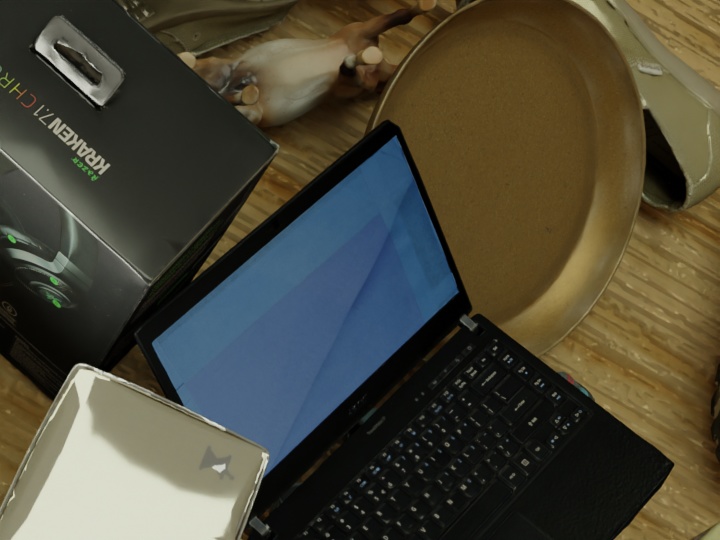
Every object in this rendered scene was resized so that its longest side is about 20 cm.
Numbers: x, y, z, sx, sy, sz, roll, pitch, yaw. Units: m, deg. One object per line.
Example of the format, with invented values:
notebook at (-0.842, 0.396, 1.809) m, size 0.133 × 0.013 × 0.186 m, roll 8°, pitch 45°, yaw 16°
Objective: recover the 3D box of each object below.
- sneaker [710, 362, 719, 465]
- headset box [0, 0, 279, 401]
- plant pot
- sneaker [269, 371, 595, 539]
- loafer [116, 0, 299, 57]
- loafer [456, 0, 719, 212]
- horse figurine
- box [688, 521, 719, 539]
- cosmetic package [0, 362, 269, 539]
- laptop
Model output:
sneaker at (0.253, 0.035, 0.945) m, size 0.084 × 0.075 × 0.200 m, roll 15°, pitch 63°, yaw 3°
headset box at (-0.150, -0.049, 0.766) m, size 0.174 × 0.200 × 0.093 m, roll 41°, pitch 61°, yaw 0°
plant pot at (0.070, -0.045, 0.873) m, size 0.200 × 0.027 × 0.201 m, roll -11°, pitch 109°, yaw -36°
sneaker at (0.037, 0.093, 0.848) m, size 0.200 × 0.079 × 0.096 m, roll -33°, pitch 73°, yaw -36°
loafer at (-0.106, -0.147, 0.901) m, size 0.200 × 0.068 × 0.076 m, roll -22°, pitch 78°, yaw -43°
loafer at (0.135, -0.106, 0.959) m, size 0.200 × 0.076 × 0.068 m, roll 34°, pitch 55°, yaw -6°
horse figurine at (-0.041, -0.099, 0.885) m, size 0.199 × 0.133 × 0.050 m, roll -18°, pitch 89°, yaw -12°
box at (0.151, 0.238, 0.773) m, size 0.176 × 0.097 × 0.200 m, roll 56°, pitch 31°, yaw 7°
cosmetic package at (-0.116, 0.127, 0.706) m, size 0.087 × 0.200 × 0.104 m, roll 27°, pitch 61°, yaw -7°
laptop at (0.028, 0.062, 0.769) m, size 0.200 × 0.103 × 0.177 m, roll 38°, pitch 59°, yaw 18°
